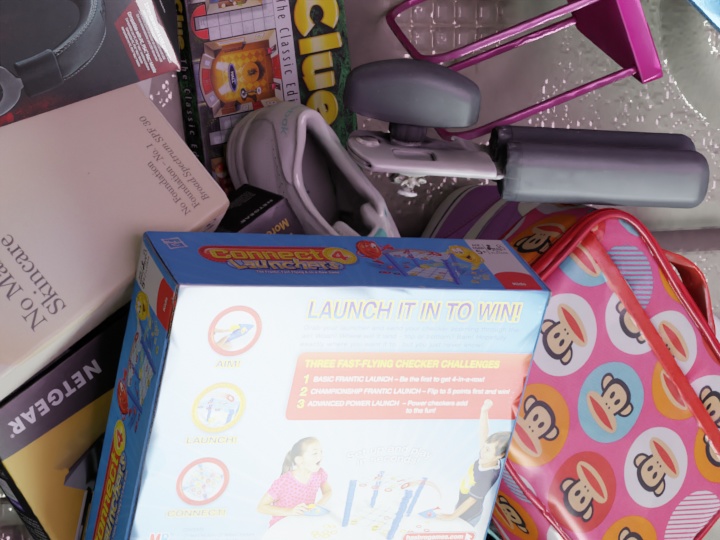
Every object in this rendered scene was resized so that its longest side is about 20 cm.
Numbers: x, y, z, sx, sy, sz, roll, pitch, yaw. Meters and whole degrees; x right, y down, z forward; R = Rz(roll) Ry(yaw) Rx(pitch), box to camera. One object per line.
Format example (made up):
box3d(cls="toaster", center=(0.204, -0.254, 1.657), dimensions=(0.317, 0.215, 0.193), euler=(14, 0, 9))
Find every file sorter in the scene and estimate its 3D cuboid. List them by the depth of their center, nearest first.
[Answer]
box3d(cls="file sorter", center=(0.062, -0.190, 1.513), dimensions=(0.125, 0.139, 0.201), euler=(-22, 110, -4))

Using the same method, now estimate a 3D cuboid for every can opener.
box3d(cls="can opener", center=(0.088, -0.067, 1.462), dimensions=(0.199, 0.053, 0.067), euler=(7, 113, -12))

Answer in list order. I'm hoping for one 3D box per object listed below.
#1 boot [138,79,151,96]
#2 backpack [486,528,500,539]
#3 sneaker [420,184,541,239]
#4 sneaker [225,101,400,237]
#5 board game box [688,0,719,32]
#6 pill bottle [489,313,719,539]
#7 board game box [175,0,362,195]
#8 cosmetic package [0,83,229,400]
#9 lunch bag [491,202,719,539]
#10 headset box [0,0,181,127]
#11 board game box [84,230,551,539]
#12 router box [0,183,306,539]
box3d(cls="boot", center=(-0.184, -0.059, 1.424), dimensions=(0.143, 0.072, 0.201), euler=(-1, 100, -24))
box3d(cls="backpack", center=(-0.006, 0.215, 1.518), dimensions=(0.176, 0.153, 0.201), euler=(39, 73, -31))
box3d(cls="sneaker", center=(0.058, 0.044, 1.567), dimensions=(0.072, 0.114, 0.201), euler=(29, 81, -35))
box3d(cls="sneaker", center=(0.000, 0.000, 1.486), dimensions=(0.075, 0.088, 0.201), euler=(-37, 101, -24))
box3d(cls="board game box", center=(0.208, -0.187, 1.582), dimensions=(0.056, 0.200, 0.196), euler=(-42, 123, 13))
box3d(cls="pill bottle", center=(0.130, 0.103, 1.623), dimensions=(0.111, 0.111, 0.201), euler=(34, 76, -32))
box3d(cls="board game box", center=(-0.052, -0.110, 1.528), dimensions=(0.104, 0.023, 0.201), euler=(-15, 104, -34))
box3d(cls="cosmetic package", center=(-0.173, -0.005, 1.337), dimensions=(0.200, 0.073, 0.104), euler=(-39, 87, -20))
box3d(cls="lunch bag", center=(0.132, 0.064, 1.508), dimensions=(0.176, 0.082, 0.200), euler=(-45, 117, -20))
box3d(cls="headset box", center=(-0.183, -0.145, 1.289), dimensions=(0.199, 0.077, 0.149), euler=(-16, 132, 5))
box3d(cls="board game box", center=(-0.025, 0.082, 1.362), dimensions=(0.199, 0.056, 0.197), euler=(2, 117, -25))
box3d(cls="router box", center=(-0.089, 0.077, 1.427), dimensions=(0.200, 0.052, 0.158), euler=(-38, 115, -17))
